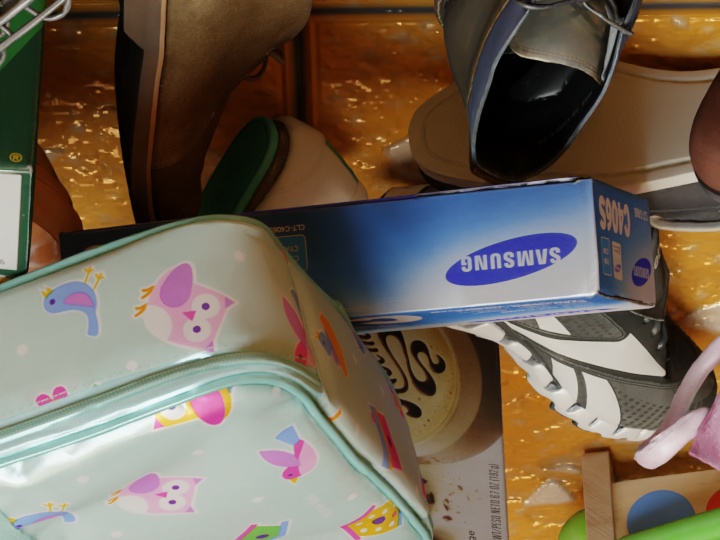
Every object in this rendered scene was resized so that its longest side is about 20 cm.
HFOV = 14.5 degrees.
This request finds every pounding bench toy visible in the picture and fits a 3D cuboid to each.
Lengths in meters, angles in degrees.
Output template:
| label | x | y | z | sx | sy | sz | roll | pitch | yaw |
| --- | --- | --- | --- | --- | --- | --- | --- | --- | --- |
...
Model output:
| label | x | y | z | sx | sy | sz | roll | pitch | yaw |
| --- | --- | --- | --- | --- | --- | --- | --- | --- | --- |
| pounding bench toy | 0.169 | 0.142 | 1.320 | 0.155 | 0.125 | 0.200 | -7 | 145 | 9 |

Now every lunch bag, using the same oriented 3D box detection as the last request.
| label | x | y | z | sx | sy | sz | roll | pitch | yaw |
| --- | --- | --- | --- | --- | --- | --- | --- | --- | --- |
| lunch bag | -0.070 | 0.068 | 0.964 | 0.160 | 0.077 | 0.200 | -21 | 150 | 9 |

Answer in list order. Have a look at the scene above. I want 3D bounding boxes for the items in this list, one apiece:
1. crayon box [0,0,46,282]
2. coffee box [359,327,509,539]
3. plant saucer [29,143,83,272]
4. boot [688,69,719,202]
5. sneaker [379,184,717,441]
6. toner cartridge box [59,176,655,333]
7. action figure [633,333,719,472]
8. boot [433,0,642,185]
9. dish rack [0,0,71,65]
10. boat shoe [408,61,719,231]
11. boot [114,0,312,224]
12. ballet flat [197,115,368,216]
| label | x | y | z | sx | sy | sz | roll | pitch | yaw |
| --- | --- | --- | --- | --- | --- | --- | --- | --- | --- |
| crayon box | -0.204 | -0.082 | 0.934 | 0.199 | 0.173 | 0.058 | 3 | 137 | -7 |
| coffee box | -0.001 | 0.099 | 1.185 | 0.113 | 0.200 | 0.080 | 7 | 145 | -11 |
| plant saucer | -0.197 | -0.046 | 1.058 | 0.200 | 0.038 | 0.200 | 15 | 167 | 3 |
| boot | 0.141 | -0.127 | 0.913 | 0.188 | 0.069 | 0.200 | -42 | 140 | 11 |
| sneaker | 0.100 | 0.012 | 1.178 | 0.090 | 0.067 | 0.200 | -26 | 137 | 35 |
| toner cartridge box | 0.000 | 0.000 | 1.030 | 0.199 | 0.043 | 0.095 | -6 | 176 | 18 |
| action figure | 0.194 | -0.005 | 1.061 | 0.149 | 0.134 | 0.200 | 16 | 136 | 19 |
| boot | 0.089 | -0.113 | 0.968 | 0.075 | 0.097 | 0.200 | 14 | 143 | -21 |
| dish rack | -0.083 | -0.127 | 0.844 | 0.153 | 0.200 | 0.055 | -37 | 122 | 24 |
| boat shoe | 0.119 | -0.046 | 1.094 | 0.199 | 0.074 | 0.060 | -8 | 141 | -4 |
| boot | -0.055 | -0.078 | 1.046 | 0.075 | 0.074 | 0.200 | -6 | 145 | -11 |
| ballet flat | -0.067 | 0.027 | 1.145 | 0.069 | 0.069 | 0.200 | 27 | 111 | -34 |
